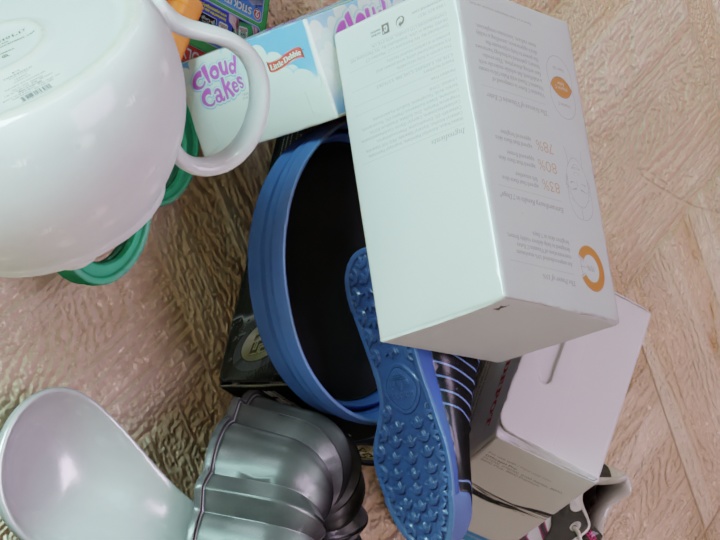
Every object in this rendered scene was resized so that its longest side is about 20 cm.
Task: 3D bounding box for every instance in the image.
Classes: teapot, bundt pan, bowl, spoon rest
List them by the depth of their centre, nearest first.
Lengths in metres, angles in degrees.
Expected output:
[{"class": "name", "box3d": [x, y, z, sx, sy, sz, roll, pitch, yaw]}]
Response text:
[{"class": "teapot", "box3d": [-0.174, -0.066, 1.281, 0.198, 0.199, 0.146, -66, 145, -47]}, {"class": "spoon rest", "box3d": [-0.150, 0.140, 1.399, 0.200, 0.060, 0.100, 37, 58, -47]}, {"class": "bundt pan", "box3d": [-0.047, 0.180, 1.463, 0.202, 0.075, 0.203, 6, 90, -75]}, {"class": "bowl", "box3d": [0.000, 0.000, 1.489, 0.200, 0.039, 0.202, 7, 82, -51]}]

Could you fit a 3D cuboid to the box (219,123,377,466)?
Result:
[{"class": "box", "box3d": [0.002, 0.016, 1.593, 0.164, 0.086, 0.201, 34, 61, -47]}]

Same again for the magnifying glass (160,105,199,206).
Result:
[{"class": "magnifying glass", "box3d": [-0.163, -0.054, 1.429, 0.200, 0.022, 0.080, -43, 121, -46]}]

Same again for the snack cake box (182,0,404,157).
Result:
[{"class": "snack cake box", "box3d": [-0.013, -0.141, 1.511, 0.200, 0.115, 0.067, -29, 103, -51]}]

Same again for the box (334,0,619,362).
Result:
[{"class": "box", "box3d": [0.071, -0.057, 1.404, 0.124, 0.097, 0.201, 12, 64, -50]}]

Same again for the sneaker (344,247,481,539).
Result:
[{"class": "sneaker", "box3d": [0.049, 0.074, 1.457, 0.078, 0.070, 0.201, -16, 98, -44]}]

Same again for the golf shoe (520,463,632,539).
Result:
[{"class": "golf shoe", "box3d": [0.135, 0.214, 1.762, 0.200, 0.088, 0.077, -58, 133, -36]}]

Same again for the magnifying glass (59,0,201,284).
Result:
[{"class": "magnifying glass", "box3d": [-0.141, -0.084, 1.408, 0.080, 0.022, 0.201, 44, 56, -44]}]

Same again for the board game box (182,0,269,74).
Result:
[{"class": "board game box", "box3d": [-0.130, -0.194, 1.478, 0.200, 0.029, 0.135, 24, 70, -51]}]

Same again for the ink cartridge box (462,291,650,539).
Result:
[{"class": "ink cartridge box", "box3d": [0.113, 0.105, 1.638, 0.084, 0.200, 0.145, 26, 61, -9]}]
